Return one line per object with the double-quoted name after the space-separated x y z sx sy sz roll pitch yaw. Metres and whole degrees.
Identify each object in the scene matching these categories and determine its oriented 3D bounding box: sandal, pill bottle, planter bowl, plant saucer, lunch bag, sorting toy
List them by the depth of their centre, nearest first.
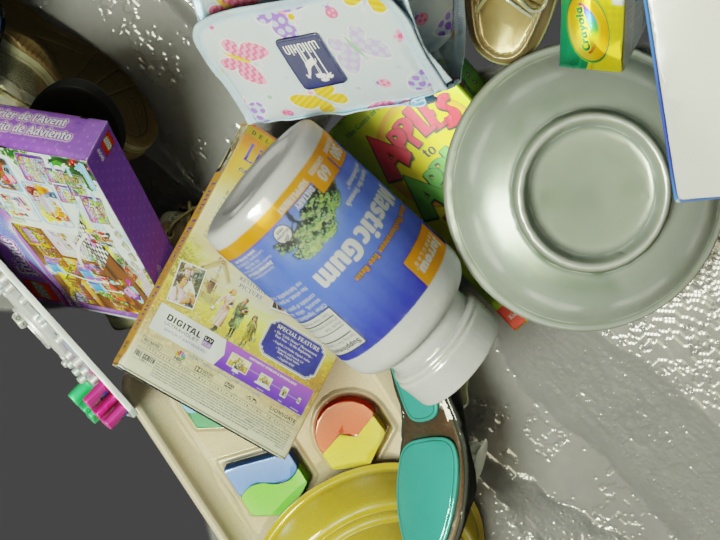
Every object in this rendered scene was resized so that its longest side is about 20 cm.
-0.026 -0.203 1.079 0.168 0.127 0.202 -2 107 29 "lunch bag"
0.156 -0.055 1.099 0.197 0.050 0.203 0 97 1 "plant saucer"
0.000 0.000 1.125 0.200 0.112 0.112 41 121 -14 "pill bottle"
-0.241 -0.070 1.206 0.075 0.045 0.200 38 131 -17 "sandal"
-0.059 0.109 1.256 0.199 0.036 0.186 -32 98 4 "sorting toy"
0.018 0.257 1.261 0.198 0.084 0.202 -8 120 -15 "planter bowl"

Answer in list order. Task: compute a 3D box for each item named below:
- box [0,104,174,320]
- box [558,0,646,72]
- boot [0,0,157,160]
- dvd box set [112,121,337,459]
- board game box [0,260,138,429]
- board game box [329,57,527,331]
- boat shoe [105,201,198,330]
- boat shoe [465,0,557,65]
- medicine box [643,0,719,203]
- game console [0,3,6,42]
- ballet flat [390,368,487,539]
-0.213 -0.039 1.164 0.135 0.039 0.201 10 148 22 "box"
0.158 -0.239 1.017 0.048 0.117 0.202 8 116 15 "box"
-0.263 -0.113 1.257 0.199 0.072 0.155 36 121 5 "boot"
-0.072 0.015 1.177 0.145 0.029 0.202 30 80 -19 "dvd box set"
-0.260 0.045 1.274 0.026 0.200 0.200 -43 96 -13 "board game box"
0.083 -0.065 1.165 0.200 0.048 0.101 46 121 -5 "board game box"
-0.136 -0.015 1.253 0.199 0.074 0.067 -25 109 28 "boat shoe"
0.104 -0.230 1.071 0.072 0.063 0.203 18 118 11 "boat shoe"
0.237 -0.164 0.974 0.102 0.200 0.184 -5 112 22 "medicine box"
-0.346 -0.168 1.237 0.169 0.119 0.201 27 121 4 "game console"
0.063 0.119 1.218 0.068 0.068 0.203 -5 89 43 "ballet flat"
